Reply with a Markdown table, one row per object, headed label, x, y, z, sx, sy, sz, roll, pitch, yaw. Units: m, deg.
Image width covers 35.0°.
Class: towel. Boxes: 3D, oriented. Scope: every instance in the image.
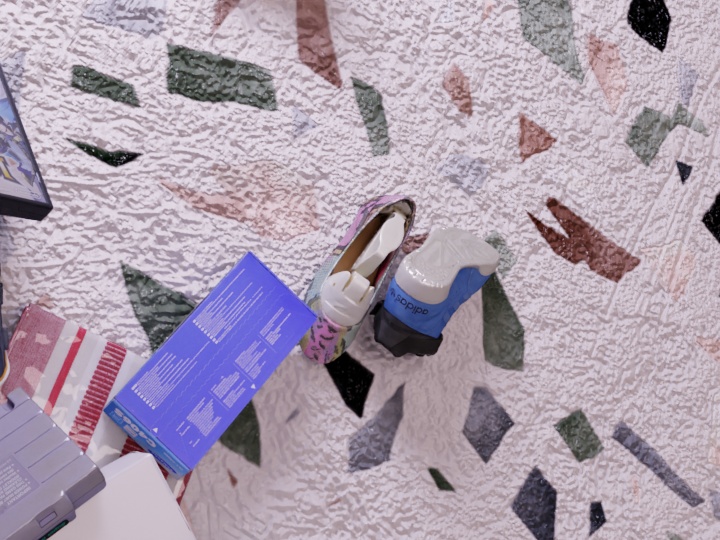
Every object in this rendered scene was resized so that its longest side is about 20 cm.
| label | x | y | z | sx | sy | sz | roll | pitch | yaw |
| --- | --- | --- | --- | --- | --- | --- | --- | --- | --- |
| towel | -0.236 | 0.136 | 1.020 | 0.199 | 0.023 | 0.145 | 29 | 64 | -22 |

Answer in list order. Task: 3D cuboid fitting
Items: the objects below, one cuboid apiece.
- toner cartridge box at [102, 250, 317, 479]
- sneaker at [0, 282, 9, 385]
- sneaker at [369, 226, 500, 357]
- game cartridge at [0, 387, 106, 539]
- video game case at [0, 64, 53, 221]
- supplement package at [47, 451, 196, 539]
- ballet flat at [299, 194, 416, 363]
| label | x | y | z | sx | sy | sz | roll | pitch | yaw |
| --- | --- | --- | --- | --- | --- | --- | --- | --- | --- |
| toner cartridge box | -0.135 | 0.084 | 1.052 | 0.095 | 0.043 | 0.200 | 43 | 58 | -5 |
| sneaker | -0.338 | 0.047 | 0.956 | 0.080 | 0.078 | 0.202 | 58 | 30 | -56 |
| sneaker | 0.074 | 0.027 | 1.192 | 0.076 | 0.112 | 0.200 | 33 | 26 | 13 |
| game cartridge | -0.303 | 0.184 | 0.853 | 0.199 | 0.039 | 0.129 | -36 | 52 | -26 |
| video game case | -0.358 | -0.133 | 0.927 | 0.199 | 0.025 | 0.182 | 11 | 47 | -55 |
| supplement package | -0.235 | 0.247 | 0.918 | 0.199 | 0.120 | 0.122 | -28 | 92 | -20 |
| ballet flat | 0.000 | 0.000 | 1.151 | 0.069 | 0.071 | 0.201 | 36 | 64 | -15 |
